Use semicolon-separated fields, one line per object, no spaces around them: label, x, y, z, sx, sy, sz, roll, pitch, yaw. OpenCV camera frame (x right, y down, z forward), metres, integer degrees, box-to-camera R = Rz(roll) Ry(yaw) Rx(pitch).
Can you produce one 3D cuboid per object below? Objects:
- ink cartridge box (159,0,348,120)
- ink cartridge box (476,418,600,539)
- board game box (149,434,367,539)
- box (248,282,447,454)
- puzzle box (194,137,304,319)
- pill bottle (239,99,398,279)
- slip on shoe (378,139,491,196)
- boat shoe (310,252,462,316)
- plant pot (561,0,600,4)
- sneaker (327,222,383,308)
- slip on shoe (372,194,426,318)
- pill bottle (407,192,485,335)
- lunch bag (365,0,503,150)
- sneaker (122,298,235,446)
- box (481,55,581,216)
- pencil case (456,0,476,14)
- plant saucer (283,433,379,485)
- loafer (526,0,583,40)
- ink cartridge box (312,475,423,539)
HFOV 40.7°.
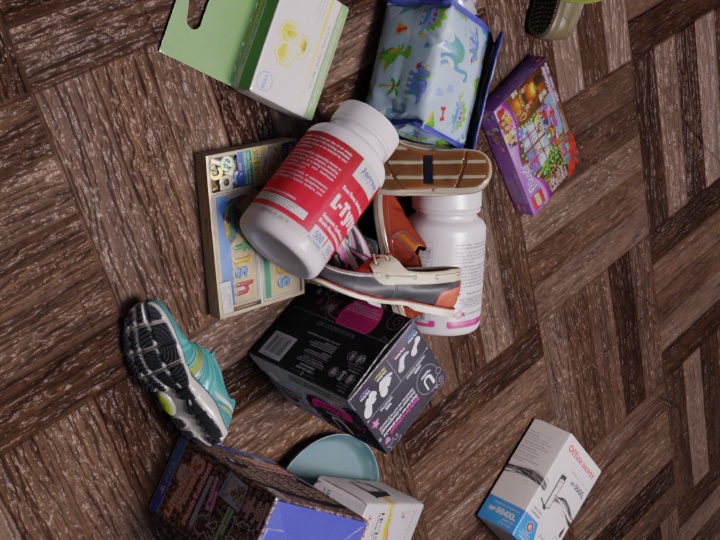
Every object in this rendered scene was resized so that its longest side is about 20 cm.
ink cartridge box;-0.115;-0.274;1.106;0.200;0.048;0.146;20;89;-46
ink cartridge box;0.307;0.378;1.654;0.200;0.084;0.146;-55;131;-16
board game box;-0.122;0.289;1.153;0.159;0.200;0.097;28;84;-44
box;-0.017;0.119;1.201;0.132;0.200;0.115;-49;128;-20
puzzle box;-0.129;-0.052;1.170;0.133;0.025;0.201;-18;114;-39
pill bottle;-0.043;-0.099;1.141;0.200;0.112;0.112;-55;131;-17
slip on shoe;0.068;-0.131;1.253;0.061;0.199;0.076;74;18;-84
boat shoe;0.035;0.010;1.192;0.199;0.071;0.063;11;98;-22
plant pot;0.265;-0.456;1.267;0.184;0.200;0.201;-19;115;-56
sneaker;0.000;0.000;1.272;0.086;0.080;0.200;-51;137;-33
slip on shoe;0.056;-0.035;1.280;0.074;0.061;0.201;31;46;-77
pill bottle;0.115;-0.020;1.343;0.113;0.113;0.201;-11;109;-40
lunch bag;0.111;-0.245;1.277;0.200;0.127;0.171;15;89;-56
sneaker;-0.208;0.113;1.127;0.201;0.077;0.080;65;29;-27
box;0.260;-0.203;1.475;0.137;0.039;0.200;-46;128;-22
pencil case;0.126;-0.430;1.258;0.091;0.083;0.201;-26;126;-78
plant saucer;-0.056;0.318;1.343;0.200;0.027;0.201;-15;112;-40
loafer;0.307;-0.432;1.434;0.067;0.076;0.201;14;102;-45
ink cartridge box;-0.009;0.359;1.285;0.200;0.085;0.148;27;84;-63
